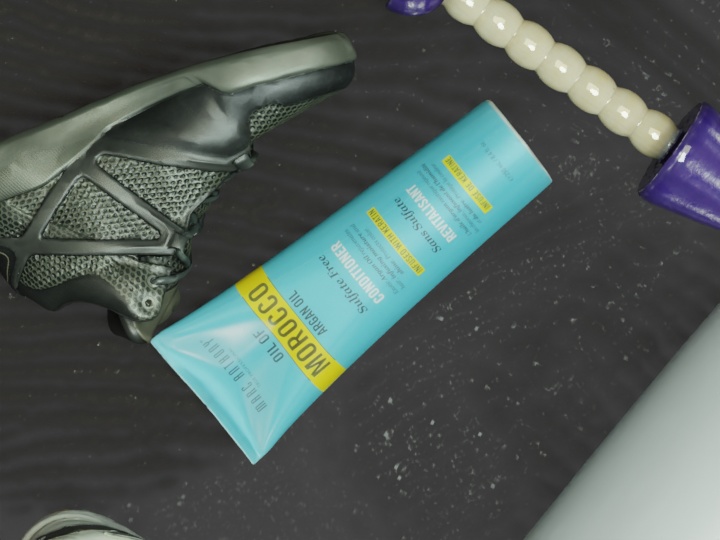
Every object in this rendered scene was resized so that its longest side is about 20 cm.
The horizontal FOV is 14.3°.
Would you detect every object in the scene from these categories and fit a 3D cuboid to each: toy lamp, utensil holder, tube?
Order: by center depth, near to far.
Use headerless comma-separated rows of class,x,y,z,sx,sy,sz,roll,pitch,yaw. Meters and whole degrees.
utensil holder,0.187,0.117,1.334,0.170,0.170,0.200,40,86,-4
toy lamp,0.106,-0.088,1.381,0.200,0.058,0.058,34,88,-2
tube,0.000,0.000,1.382,0.200,0.050,0.078,-40,86,2

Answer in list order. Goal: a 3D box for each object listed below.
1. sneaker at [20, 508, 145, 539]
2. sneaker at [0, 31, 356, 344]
sneaker,-0.073,0.179,1.355,0.199,0.088,0.076,23,87,-6
sneaker,-0.082,-0.038,1.360,0.199,0.076,0.115,-25,94,-1
